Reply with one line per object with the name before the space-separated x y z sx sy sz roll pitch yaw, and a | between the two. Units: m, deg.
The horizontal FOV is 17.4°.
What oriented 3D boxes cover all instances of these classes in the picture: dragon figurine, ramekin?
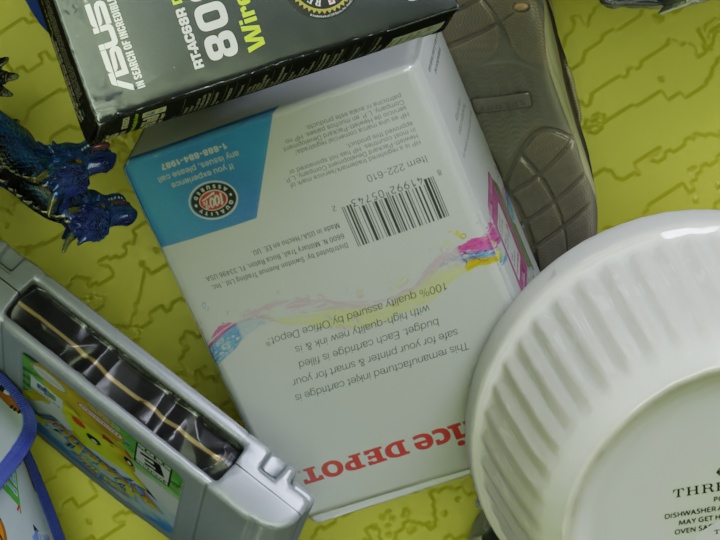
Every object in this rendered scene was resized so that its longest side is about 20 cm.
dragon figurine | -0.201 -0.049 1.052 0.199 0.100 0.059 -1 120 -7
ramekin | 0.153 0.083 1.030 0.199 0.105 0.201 -4 116 -9

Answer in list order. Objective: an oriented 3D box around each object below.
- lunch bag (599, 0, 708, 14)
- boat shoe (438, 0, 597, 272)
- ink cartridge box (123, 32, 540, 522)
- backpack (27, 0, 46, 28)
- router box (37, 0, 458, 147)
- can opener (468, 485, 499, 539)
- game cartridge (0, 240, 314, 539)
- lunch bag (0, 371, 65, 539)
lunch bag | 0.160 -0.192 1.016 0.200 0.168 0.140 -20 125 -27
boat shoe | 0.079 -0.072 1.133 0.074 0.073 0.201 0 118 16
ink cartridge box | 0.000 0.000 1.092 0.144 0.085 0.200 -18 111 14
backpack | -0.071 -0.180 1.050 0.200 0.168 0.163 -48 135 -19
router box | -0.066 -0.166 0.909 0.149 0.062 0.201 -19 90 -11
can opener | 0.118 0.078 1.129 0.066 0.053 0.200 31 114 -12
game cartridge | -0.112 0.071 1.103 0.200 0.133 0.041 38 73 7
lunch bag | -0.213 0.125 1.056 0.123 0.170 0.201 -13 107 17
